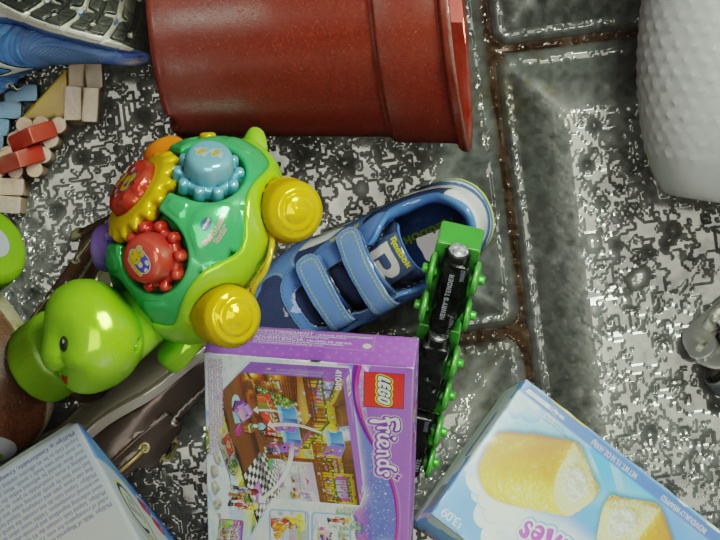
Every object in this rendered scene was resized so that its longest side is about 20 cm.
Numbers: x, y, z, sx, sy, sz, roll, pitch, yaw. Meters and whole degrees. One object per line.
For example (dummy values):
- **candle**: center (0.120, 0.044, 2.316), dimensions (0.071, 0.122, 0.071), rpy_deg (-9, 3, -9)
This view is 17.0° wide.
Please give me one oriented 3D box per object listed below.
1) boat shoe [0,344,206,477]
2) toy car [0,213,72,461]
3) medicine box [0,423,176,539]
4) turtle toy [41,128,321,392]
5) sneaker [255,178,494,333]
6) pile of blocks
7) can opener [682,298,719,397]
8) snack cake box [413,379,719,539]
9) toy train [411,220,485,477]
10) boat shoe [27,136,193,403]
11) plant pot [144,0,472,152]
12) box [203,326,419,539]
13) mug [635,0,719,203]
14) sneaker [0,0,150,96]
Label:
- **boat shoe**: center (-0.159, 0.111, 1.616), dimensions (0.200, 0.072, 0.060), rpy_deg (-39, 110, -6)
- **toy car**: center (-0.298, 0.077, 1.516), dimensions (0.164, 0.200, 0.158), rpy_deg (-34, 92, 38)
- **medicine box**: center (-0.150, 0.231, 1.521), dimensions (0.103, 0.183, 0.200), rpy_deg (-33, 53, -2)
- **turtle toy**: center (-0.119, -0.007, 1.499), dimensions (0.101, 0.146, 0.201), rpy_deg (35, 80, -23)
- **sneaker**: center (0.000, 0.000, 1.612), dimensions (0.199, 0.082, 0.074), rpy_deg (-33, 94, 0)
- **pile of blocks**: center (-0.245, -0.073, 1.612), dimensions (0.082, 0.062, 0.201), rpy_deg (37, 89, -2)
- **can opener**: center (0.306, 0.006, 1.649), dimensions (0.200, 0.053, 0.067), rpy_deg (-40, 124, -2)
- **snack cake box**: center (0.148, 0.182, 1.616), dimensions (0.199, 0.067, 0.115), rpy_deg (38, 74, -3)
- **toy train**: center (0.048, 0.054, 1.582), dimensions (0.041, 0.057, 0.201), rpy_deg (13, 129, 1)
- **boat shoe**: center (-0.162, -0.015, 1.612), dimensions (0.074, 0.075, 0.203), rpy_deg (26, 76, 25)
- **plant pot**: center (-0.033, -0.169, 1.564), dimensions (0.193, 0.201, 0.203), rpy_deg (-5, 91, 6)
- **box**: center (-0.032, 0.132, 1.581), dimensions (0.136, 0.039, 0.201), rpy_deg (4, 121, 5)
- **mug**: center (0.255, -0.130, 1.563), dimensions (0.146, 0.200, 0.177), rpy_deg (6, 97, -7)
- **sneaker**: center (-0.224, -0.159, 1.590), dimensions (0.198, 0.079, 0.090), rpy_deg (10, 135, 15)
